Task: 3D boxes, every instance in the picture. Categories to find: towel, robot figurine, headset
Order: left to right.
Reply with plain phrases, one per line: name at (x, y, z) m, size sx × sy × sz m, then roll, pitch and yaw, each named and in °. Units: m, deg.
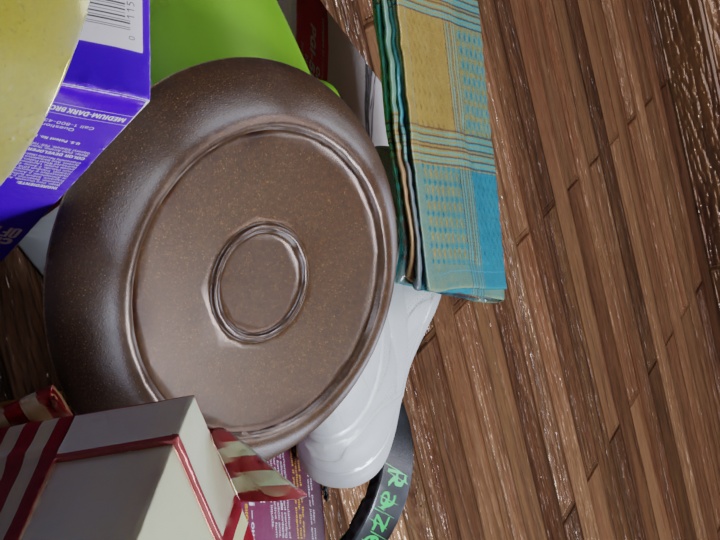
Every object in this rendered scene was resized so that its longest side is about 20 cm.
robot figurine at (-0.083, -0.087, 1.217) m, size 0.175 × 0.115 × 0.201 m, roll -16°, pitch 79°, yaw -53°
headset at (-0.032, 0.097, 1.419) m, size 0.094 × 0.200 × 0.124 m, roll 16°, pitch 106°, yaw -42°
towel at (0.041, -0.084, 1.331) m, size 0.147 × 0.022 × 0.201 m, roll 10°, pitch 73°, yaw -69°

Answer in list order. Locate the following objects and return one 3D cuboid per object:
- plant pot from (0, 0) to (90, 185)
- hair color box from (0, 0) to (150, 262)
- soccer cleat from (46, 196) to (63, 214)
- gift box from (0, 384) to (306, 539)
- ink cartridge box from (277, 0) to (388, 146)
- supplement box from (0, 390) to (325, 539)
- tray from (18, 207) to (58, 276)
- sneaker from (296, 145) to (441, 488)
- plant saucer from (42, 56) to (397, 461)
plant pot at (-0.216, -0.127, 0.984) m, size 0.142 × 0.200 × 0.201 m, roll 17°, pitch 60°, yaw -38°
hair color box at (-0.158, -0.086, 1.094) m, size 0.064 × 0.200 × 0.110 m, roll 9°, pitch 64°, yaw -24°
soccer cleat at (-0.165, -0.105, 1.293) m, size 0.067 × 0.076 × 0.201 m, roll 28°, pitch 62°, yaw -27°
gift box at (-0.117, 0.172, 1.071) m, size 0.187 × 0.199 × 0.185 m, roll -75°, pitch 154°, yaw -56°
ink cartridge box at (-0.066, -0.079, 1.431) m, size 0.200 × 0.146 × 0.083 m, roll 48°, pitch 37°, yaw -57°
supplement box at (-0.103, 0.110, 1.272) m, size 0.200 × 0.110 × 0.086 m, roll 19°, pitch 63°, yaw -69°
tray at (-0.111, -0.003, 1.360) m, size 0.108 × 0.022 × 0.200 m, roll -52°, pitch 141°, yaw -17°
sneaker at (0.000, 0.000, 1.300) m, size 0.116 × 0.073 × 0.201 m, roll 75°, pitch 20°, yaw -59°
plant saucer at (-0.054, 0.003, 1.143) m, size 0.199 × 0.032 × 0.201 m, roll -12°, pitch 109°, yaw -38°
